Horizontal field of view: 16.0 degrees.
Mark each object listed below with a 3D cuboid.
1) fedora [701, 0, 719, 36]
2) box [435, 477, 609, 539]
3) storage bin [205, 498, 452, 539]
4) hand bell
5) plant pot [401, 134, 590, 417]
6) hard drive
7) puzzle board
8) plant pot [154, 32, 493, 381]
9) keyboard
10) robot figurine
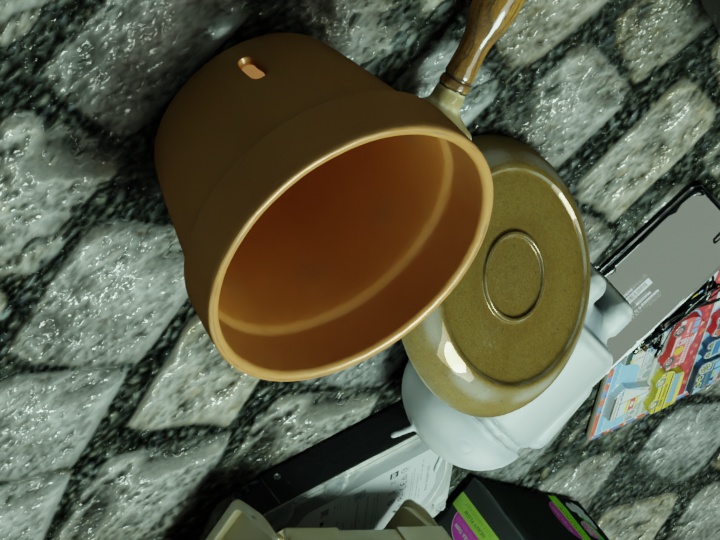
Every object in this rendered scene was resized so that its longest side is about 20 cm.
[{"bbox_3d":[0.306,-0.196,1.842,0.176,0.090,0.201,-31,142,-20],"label":"fedora"},{"bbox_3d":[0.147,0.282,2.219,0.124,0.149,0.200,-49,149,15],"label":"box"},{"bbox_3d":[-0.048,0.265,1.960,0.199,0.094,0.199,6,127,-48],"label":"storage bin"},{"bbox_3d":[0.065,-0.130,1.683,0.104,0.104,0.201,13,107,-54],"label":"hand bell"},{"bbox_3d":[0.101,0.004,1.810,0.199,0.027,0.202,-3,94,-44],"label":"plant pot"},{"bbox_3d":[-0.014,0.183,2.021,0.199,0.038,0.140,-25,146,-25],"label":"hard drive"},{"bbox_3d":[0.275,0.058,2.208,0.150,0.017,0.201,-23,145,-28],"label":"puzzle board"},{"bbox_3d":[-0.037,-0.051,1.576,0.199,0.140,0.201,-23,141,-20],"label":"plant pot"},{"bbox_3d":[0.225,0.021,2.088,0.200,0.040,0.104,-42,119,4],"label":"keyboard"},{"bbox_3d":[0.112,0.072,1.943,0.200,0.113,0.170,-43,126,4],"label":"robot figurine"}]
